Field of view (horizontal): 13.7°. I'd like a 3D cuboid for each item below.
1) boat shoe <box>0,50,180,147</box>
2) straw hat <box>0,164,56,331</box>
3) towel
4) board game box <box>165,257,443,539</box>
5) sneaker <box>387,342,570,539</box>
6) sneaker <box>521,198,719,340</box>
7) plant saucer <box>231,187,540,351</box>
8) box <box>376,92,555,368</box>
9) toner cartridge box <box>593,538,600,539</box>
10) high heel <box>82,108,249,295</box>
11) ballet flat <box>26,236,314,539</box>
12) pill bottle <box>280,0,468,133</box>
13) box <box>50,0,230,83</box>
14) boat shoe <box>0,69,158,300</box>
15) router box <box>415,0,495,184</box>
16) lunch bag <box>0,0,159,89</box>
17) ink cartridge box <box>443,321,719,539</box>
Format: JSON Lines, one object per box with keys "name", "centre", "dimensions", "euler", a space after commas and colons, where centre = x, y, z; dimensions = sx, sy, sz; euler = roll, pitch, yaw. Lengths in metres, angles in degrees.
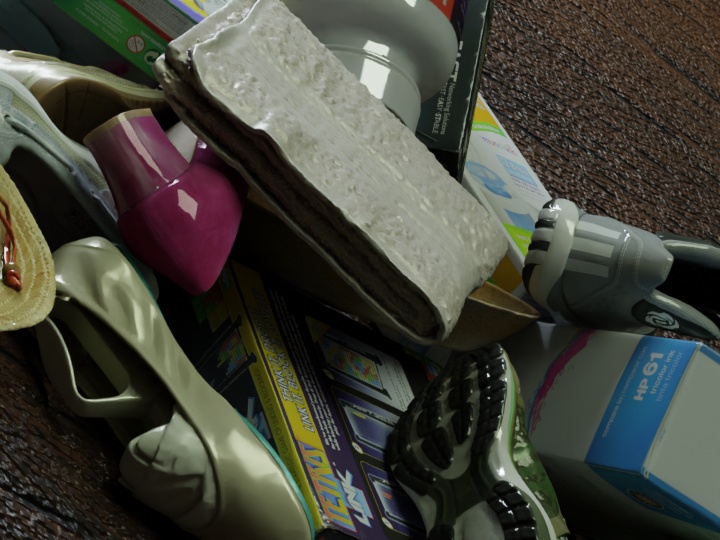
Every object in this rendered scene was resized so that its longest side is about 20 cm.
{"name": "boat shoe", "centre": [-0.143, -0.075, 1.584], "dimensions": [0.065, 0.072, 0.200], "euler": [31, 5, 27]}
{"name": "straw hat", "centre": [-0.229, -0.021, 1.293], "dimensions": [0.201, 0.085, 0.201], "euler": [44, 18, -18]}
{"name": "towel", "centre": [-0.011, -0.057, 1.520], "dimensions": [0.200, 0.034, 0.133], "euler": [44, 28, -2]}
{"name": "board game box", "centre": [-0.003, 0.103, 1.528], "dimensions": [0.165, 0.057, 0.200], "euler": [27, 27, -36]}
{"name": "sneaker", "centre": [0.071, 0.120, 1.481], "dimensions": [0.089, 0.077, 0.200], "euler": [46, 22, -34]}
{"name": "sneaker", "centre": [0.169, 0.019, 1.666], "dimensions": [0.115, 0.075, 0.200], "euler": [13, -6, 22]}
{"name": "plant saucer", "centre": [0.000, 0.000, 1.633], "dimensions": [0.200, 0.036, 0.200], "euler": [23, 5, -2]}
{"name": "box", "centre": [0.052, -0.023, 1.807], "dimensions": [0.112, 0.101, 0.200], "euler": [18, 33, -52]}
{"name": "toner cartridge box", "centre": [0.177, 0.153, 1.794], "dimensions": [0.095, 0.043, 0.200], "euler": [20, 32, -47]}
{"name": "high heel", "centre": [-0.069, -0.039, 1.523], "dimensions": [0.096, 0.067, 0.200], "euler": [59, 16, 6]}
{"name": "ballet flat", "centre": [-0.100, 0.070, 1.413], "dimensions": [0.200, 0.069, 0.069], "euler": [52, 21, 23]}
{"name": "pill bottle", "centre": [0.006, -0.159, 1.666], "dimensions": [0.111, 0.111, 0.200], "euler": [32, 54, -30]}
{"name": "box", "centre": [-0.107, -0.177, 1.652], "dimensions": [0.117, 0.048, 0.200], "euler": [37, 24, -12]}
{"name": "boat shoe", "centre": [-0.172, -0.040, 1.459], "dimensions": [0.202, 0.074, 0.065], "euler": [37, 21, -44]}
{"name": "router box", "centre": [-0.001, -0.136, 1.759], "dimensions": [0.149, 0.062, 0.200], "euler": [8, 55, 4]}
{"name": "lunch bag", "centre": [-0.177, -0.173, 1.692], "dimensions": [0.200, 0.077, 0.160], "euler": [43, 20, -3]}
{"name": "ink cartridge box", "centre": [0.151, 0.096, 1.648], "dimensions": [0.144, 0.085, 0.200], "euler": [33, -16, -33]}
